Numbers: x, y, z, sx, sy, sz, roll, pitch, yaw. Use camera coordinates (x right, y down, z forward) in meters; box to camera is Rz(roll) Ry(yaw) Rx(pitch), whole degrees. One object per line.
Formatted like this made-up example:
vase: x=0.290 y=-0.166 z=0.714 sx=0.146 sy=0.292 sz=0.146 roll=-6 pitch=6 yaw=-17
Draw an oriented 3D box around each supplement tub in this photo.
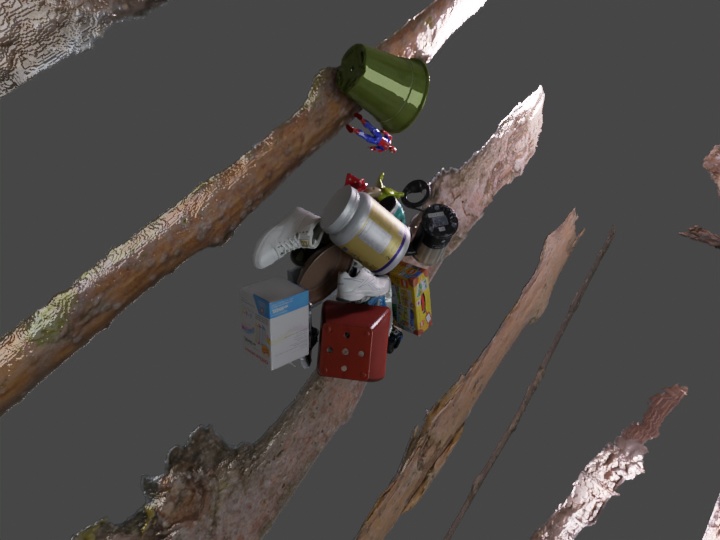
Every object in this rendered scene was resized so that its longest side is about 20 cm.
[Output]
supplement tub: x=0.011 y=-0.099 z=1.446 sx=0.198 sy=0.144 sz=0.148 roll=35 pitch=76 yaw=-25

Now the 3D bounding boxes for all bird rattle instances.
bird rattle: x=0.023 y=-0.185 z=1.647 sx=0.197 sy=0.112 sz=0.167 roll=-21 pitch=136 yaw=-40

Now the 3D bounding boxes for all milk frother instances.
milk frother: x=0.201 y=-0.151 z=1.852 sx=0.189 sy=0.175 sz=0.205 roll=107 pitch=-12 yaw=-64

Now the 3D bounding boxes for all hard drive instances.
hard drive: x=-0.115 y=0.025 z=1.614 sx=0.198 sy=0.026 sz=0.136 roll=-29 pitch=125 yaw=-41

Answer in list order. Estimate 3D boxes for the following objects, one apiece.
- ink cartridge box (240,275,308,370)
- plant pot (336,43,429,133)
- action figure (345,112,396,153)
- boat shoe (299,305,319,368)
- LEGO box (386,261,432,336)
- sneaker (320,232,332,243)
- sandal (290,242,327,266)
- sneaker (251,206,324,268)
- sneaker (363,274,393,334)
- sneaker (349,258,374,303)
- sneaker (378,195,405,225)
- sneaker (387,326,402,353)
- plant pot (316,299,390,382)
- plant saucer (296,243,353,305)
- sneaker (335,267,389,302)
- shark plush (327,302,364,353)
ink cartridge box: x=-0.212 y=0.140 z=1.461 sx=0.123 sy=0.127 sz=0.206 roll=-17 pitch=117 yaw=-42
plant pot: x=0.044 y=-0.482 z=1.503 sx=0.187 sy=0.198 sz=0.206 roll=15 pitch=93 yaw=-39
action figure: x=0.041 y=-0.367 z=1.626 sx=0.198 sy=0.052 sz=0.066 roll=17 pitch=112 yaw=-53
boat shoe: x=-0.143 y=0.179 z=1.582 sx=0.066 sy=0.072 sz=0.205 roll=-11 pitch=123 yaw=-8
LEGO box: x=0.141 y=0.082 z=1.845 sx=0.077 sy=0.147 sz=0.205 roll=-33 pitch=127 yaw=-36
sneaker: x=-0.035 y=-0.128 z=1.555 sx=0.195 sy=0.090 sz=0.069 roll=-19 pitch=111 yaw=-8
sandal: x=-0.111 y=-0.066 z=1.559 sx=0.199 sy=0.079 sz=0.058 roll=-34 pitch=154 yaw=-34
sneaker: x=-0.171 y=-0.073 z=1.441 sx=0.201 sy=0.114 sz=0.075 roll=-50 pitch=138 yaw=-23
sneaker: x=0.050 y=0.118 z=1.769 sx=0.079 sy=0.087 sz=0.206 roll=111 pitch=-24 yaw=-75
sneaker: x=0.000 y=0.000 z=1.676 sx=0.115 sy=0.074 sz=0.207 roll=-24 pitch=121 yaw=-66
sneaker: x=0.049 y=-0.108 z=1.645 sx=0.198 sy=0.085 sz=0.120 roll=-38 pitch=137 yaw=13
sneaker: x=0.085 y=0.163 z=1.839 sx=0.072 sy=0.110 sz=0.205 roll=-29 pitch=125 yaw=-40
plant pot: x=-0.029 y=0.200 z=1.571 sx=0.176 sy=0.194 sz=0.206 roll=-26 pitch=121 yaw=-82
plant saucer: x=-0.099 y=0.001 z=1.533 sx=0.199 sy=0.037 sz=0.202 roll=-39 pitch=154 yaw=-23
sneaker: x=0.012 y=0.033 z=1.608 sx=0.197 sy=0.073 sz=0.090 roll=-9 pitch=97 yaw=-49
shark plush: x=-0.043 y=0.152 z=1.751 sx=0.085 sy=0.088 sz=0.202 roll=96 pitch=15 yaw=-46
